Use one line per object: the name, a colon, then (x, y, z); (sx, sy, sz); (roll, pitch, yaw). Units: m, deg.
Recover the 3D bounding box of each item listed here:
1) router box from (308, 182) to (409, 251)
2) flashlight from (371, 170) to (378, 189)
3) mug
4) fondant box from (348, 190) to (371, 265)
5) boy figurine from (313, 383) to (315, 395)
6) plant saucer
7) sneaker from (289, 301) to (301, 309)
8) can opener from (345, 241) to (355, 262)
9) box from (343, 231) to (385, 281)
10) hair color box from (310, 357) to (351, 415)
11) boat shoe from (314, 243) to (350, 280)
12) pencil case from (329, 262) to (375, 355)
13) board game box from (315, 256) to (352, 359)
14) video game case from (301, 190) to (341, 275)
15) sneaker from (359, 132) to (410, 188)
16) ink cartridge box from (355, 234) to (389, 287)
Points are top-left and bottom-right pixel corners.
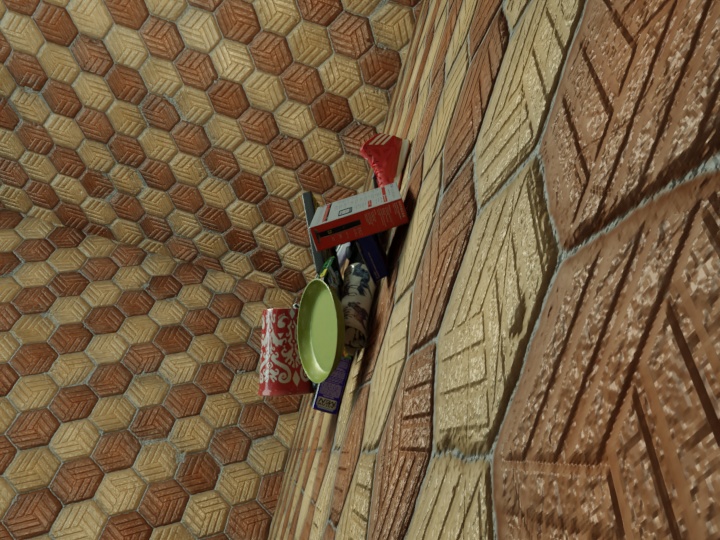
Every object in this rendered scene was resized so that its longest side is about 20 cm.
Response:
router box: (-0.002, -0.110, 1.127); (0.200, 0.178, 0.049); (-86, -22, -73)
flashlight: (0.069, -0.259, 1.532); (0.200, 0.067, 0.068); (-72, 2, -69)
mug: (-0.197, 0.196, 1.393); (0.133, 0.176, 0.202); (6, -100, -52)
fondant box: (0.021, -0.102, 1.571); (0.144, 0.058, 0.202); (-85, 11, -69)
boy figurine: (-0.101, 0.254, 1.488); (0.124, 0.064, 0.201); (48, 150, 37)
plant saucer: (-0.075, 0.117, 1.125); (0.200, 0.031, 0.202); (-11, 78, 62)
sneaker: (-0.087, 0.103, 1.502); (0.075, 0.198, 0.081); (-114, 6, -48)
can opener: (-0.003, -0.068, 1.427); (0.201, 0.063, 0.079); (92, 153, -59)
box: (0.000, 0.000, 1.360); (0.137, 0.040, 0.202); (-35, -36, -70)
hair color box: (-0.062, 0.235, 1.372); (0.109, 0.064, 0.202); (131, 157, -78)
boat shoe: (-0.092, -0.016, 1.605); (0.201, 0.071, 0.072); (-59, -14, 1)
pencil case: (-0.011, 0.073, 1.197); (0.201, 0.077, 0.090); (-79, 7, -48)
board game box: (-0.046, 0.082, 1.246); (0.105, 0.023, 0.201); (-72, -32, -58)
video game case: (-0.086, -0.057, 1.348); (0.181, 0.025, 0.202); (60, -163, -66)
sneaker: (0.043, -0.238, 1.393); (0.078, 0.115, 0.202); (120, 165, -72)
ink cartridge box: (0.023, -0.043, 1.145); (0.200, 0.037, 0.095); (-82, -31, -72)
